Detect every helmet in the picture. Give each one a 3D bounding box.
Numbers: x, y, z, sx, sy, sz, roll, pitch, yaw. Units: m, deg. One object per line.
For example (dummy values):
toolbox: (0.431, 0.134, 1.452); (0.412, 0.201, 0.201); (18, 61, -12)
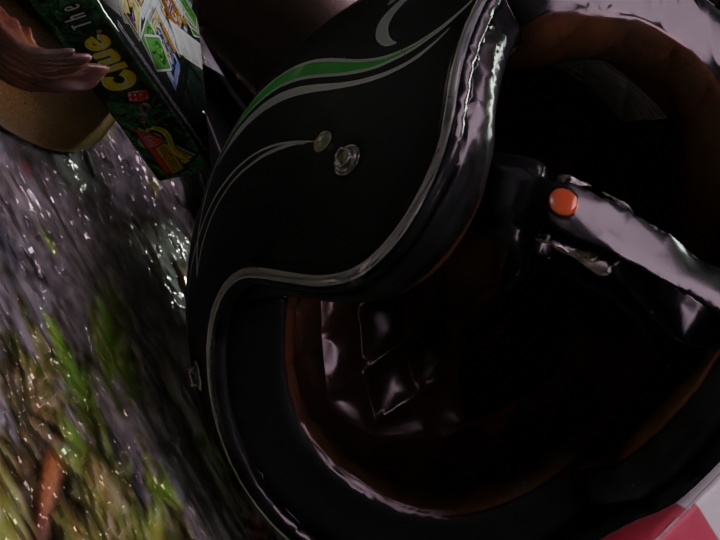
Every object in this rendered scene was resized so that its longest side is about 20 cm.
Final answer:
helmet: (0.037, 0.000, 0.957); (0.200, 0.191, 0.200); (16, 60, -28)

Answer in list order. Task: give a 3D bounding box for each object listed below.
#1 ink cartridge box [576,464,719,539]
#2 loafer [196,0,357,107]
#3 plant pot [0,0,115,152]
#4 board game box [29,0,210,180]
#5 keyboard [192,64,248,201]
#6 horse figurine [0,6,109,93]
ink cartridge box: (0.129, 0.066, 1.052); (0.083, 0.200, 0.145); (56, -21, -21)
loafer: (-0.038, -0.104, 1.060); (0.200, 0.073, 0.071); (46, 4, 7)
plant pot: (-0.126, -0.134, 0.970); (0.200, 0.027, 0.200); (53, 20, -29)
board game box: (-0.095, -0.123, 0.913); (0.200, 0.023, 0.105); (57, 23, -52)
keyboard: (0.000, 0.000, 1.120); (0.200, 0.021, 0.127); (30, 30, -50)
horse figurine: (-0.157, -0.113, 0.799); (0.200, 0.050, 0.133); (45, 7, -27)
